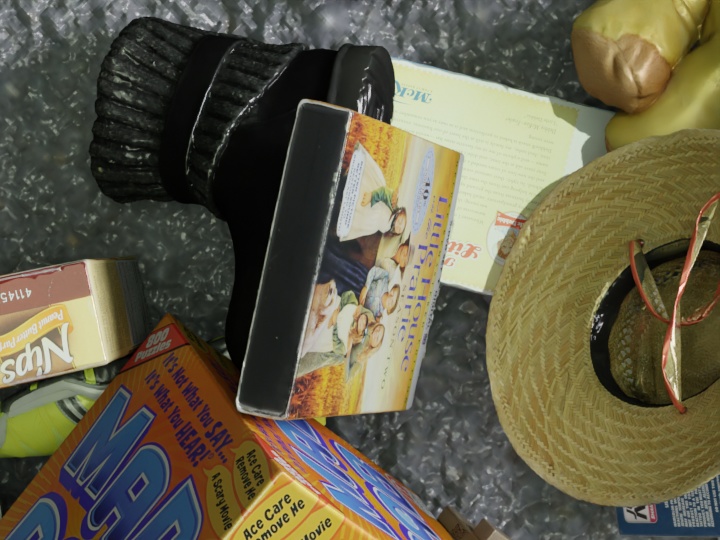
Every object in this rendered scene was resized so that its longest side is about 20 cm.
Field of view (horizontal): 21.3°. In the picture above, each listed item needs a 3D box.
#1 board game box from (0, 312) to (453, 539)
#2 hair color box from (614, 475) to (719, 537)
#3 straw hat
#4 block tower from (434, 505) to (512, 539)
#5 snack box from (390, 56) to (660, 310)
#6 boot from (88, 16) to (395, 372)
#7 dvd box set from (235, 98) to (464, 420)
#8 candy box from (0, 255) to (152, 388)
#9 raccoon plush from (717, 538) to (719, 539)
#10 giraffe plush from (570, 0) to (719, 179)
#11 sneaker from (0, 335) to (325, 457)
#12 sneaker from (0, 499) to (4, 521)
[{"bbox_3d":[-0.062,0.184,0.960,0.199,0.200,0.200,38,93,-28],"label":"board game box"},{"bbox_3d":[0.235,0.100,0.990,0.099,0.199,0.061,-8,91,-41],"label":"hair color box"},{"bbox_3d":[0.168,0.032,0.975,0.200,0.085,0.203,-15,66,37],"label":"straw hat"},{"bbox_3d":[0.020,0.224,1.060,0.054,0.058,0.200,38,92,-29],"label":"block tower"},{"bbox_3d":[0.078,-0.044,1.075,0.198,0.037,0.117,14,90,0],"label":"snack box"},{"bbox_3d":[-0.077,-0.036,1.018,0.156,0.080,0.213,6,61,16],"label":"boot"},{"bbox_3d":[0.000,0.000,0.959,0.029,0.200,0.148,13,91,18],"label":"dvd box set"},{"bbox_3d":[-0.177,0.029,0.995,0.114,0.200,0.056,-11,92,0],"label":"candy box"},{"bbox_3d":[0.303,0.158,1.027,0.198,0.134,0.098,-19,91,0],"label":"raccoon plush"},{"bbox_3d":[0.233,-0.120,0.990,0.172,0.162,0.201,37,72,-31],"label":"giraffe plush"},{"bbox_3d":[-0.112,0.083,1.058,0.198,0.075,0.077,-11,90,2],"label":"sneaker"},{"bbox_3d":[-0.302,0.119,1.012,0.199,0.121,0.084,22,122,23],"label":"sneaker"}]
